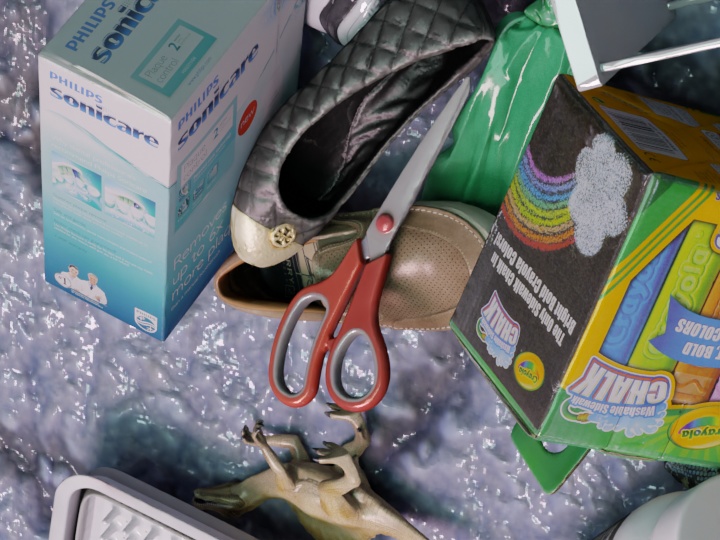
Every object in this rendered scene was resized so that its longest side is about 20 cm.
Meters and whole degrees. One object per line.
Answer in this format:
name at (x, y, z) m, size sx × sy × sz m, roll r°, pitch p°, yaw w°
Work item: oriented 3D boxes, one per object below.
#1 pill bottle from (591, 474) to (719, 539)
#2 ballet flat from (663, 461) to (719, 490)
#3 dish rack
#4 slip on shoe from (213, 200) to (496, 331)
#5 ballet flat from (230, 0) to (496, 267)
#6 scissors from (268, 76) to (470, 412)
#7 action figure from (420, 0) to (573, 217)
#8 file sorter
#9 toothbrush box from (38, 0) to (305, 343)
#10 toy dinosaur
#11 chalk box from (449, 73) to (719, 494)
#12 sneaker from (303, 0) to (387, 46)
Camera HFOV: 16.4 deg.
pill bottle at (0.166, 0.188, 1.359) m, size 0.114 × 0.114 × 0.200 m, roll 47°, pitch 147°, yaw 2°
ballet flat at (0.209, 0.042, 1.351) m, size 0.074 × 0.074 × 0.200 m, roll 22°, pitch 115°, yaw 16°
dish rack at (-0.103, 0.212, 1.565) m, size 0.200 × 0.044 × 0.172 m, roll 24°, pitch 131°, yaw 15°
slip on shoe at (0.000, 0.000, 1.401) m, size 0.200 × 0.061 × 0.076 m, roll 6°, pitch 113°, yaw 43°
ballet flat at (-0.004, -0.076, 1.349) m, size 0.200 × 0.066 × 0.057 m, roll -51°, pitch 45°, yaw 19°
scissors at (0.003, -0.017, 1.359) m, size 0.073 × 0.014 × 0.200 m, roll 17°, pitch 92°, yaw 28°
action figure at (0.093, -0.072, 1.364) m, size 0.118 × 0.055 × 0.200 m, roll 24°, pitch 122°, yaw 17°
file sorter at (0.155, -0.214, 1.231) m, size 0.124 × 0.139 × 0.200 m, roll -12°, pitch 104°, yaw 26°
toothbrush box at (-0.102, -0.083, 1.358) m, size 0.085 × 0.146 × 0.200 m, roll 26°, pitch 145°, yaw 14°
toy dinosaur at (-0.010, 0.134, 1.507) m, size 0.200 × 0.058 × 0.101 m, roll 15°, pitch 131°, yaw 28°
chalk box at (0.138, 0.021, 1.299) m, size 0.124 × 0.125 × 0.200 m, roll 11°, pitch 115°, yaw -27°
sneaker at (-0.027, -0.221, 1.349) m, size 0.115 × 0.075 × 0.200 m, roll 15°, pitch 119°, yaw 16°
